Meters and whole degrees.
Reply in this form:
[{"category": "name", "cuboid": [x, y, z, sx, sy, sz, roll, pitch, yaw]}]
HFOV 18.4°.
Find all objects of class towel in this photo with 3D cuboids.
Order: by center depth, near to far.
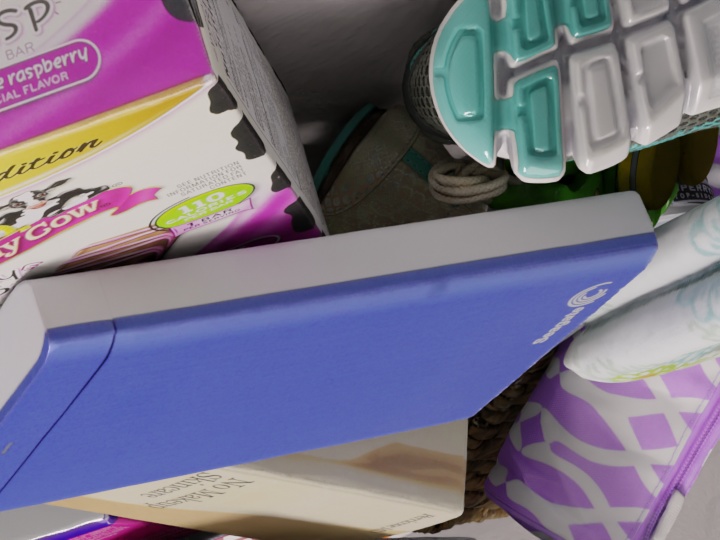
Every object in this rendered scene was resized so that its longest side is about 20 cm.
[{"category": "towel", "cuboid": [0.175, -0.017, 0.699, 0.171, 0.048, 0.200, -16, 173, -29]}]

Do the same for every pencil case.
[{"category": "pencil case", "cuboid": [0.128, 0.034, 0.900, 0.084, 0.200, 0.085, 25, -175, -37]}]

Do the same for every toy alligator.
[{"category": "toy alligator", "cuboid": [0.070, -0.026, 0.737, 0.059, 0.054, 0.200, 10, -161, 26]}]

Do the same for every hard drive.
[{"category": "hard drive", "cuboid": [-0.025, 0.027, 0.662, 0.199, 0.025, 0.132, -9, 158, -32]}]

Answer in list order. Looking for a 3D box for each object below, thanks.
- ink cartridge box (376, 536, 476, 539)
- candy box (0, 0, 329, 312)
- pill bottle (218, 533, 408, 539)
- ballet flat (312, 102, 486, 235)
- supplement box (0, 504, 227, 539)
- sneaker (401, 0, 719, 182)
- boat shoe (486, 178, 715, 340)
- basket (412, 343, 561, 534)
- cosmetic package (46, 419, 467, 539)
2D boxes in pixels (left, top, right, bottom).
[{"category": "ink cartridge box", "cuboid": [-0.051, 0.140, 0.874, 0.109, 0.051, 0.200, -9, 178, -36]}, {"category": "candy box", "cuboid": [-0.089, -0.026, 0.582, 0.136, 0.061, 0.200, -19, 166, 4]}, {"category": "pill bottle", "cuboid": [-0.075, 0.118, 1.201, 0.199, 0.110, 0.110, -20, 169, 14]}, {"category": "ballet flat", "cuboid": [0.000, 0.000, 0.812, 0.068, 0.062, 0.200, -55, 180, -17]}, {"category": "supplement box", "cuboid": [-0.126, 0.072, 0.921, 0.103, 0.102, 0.200, -18, 170, 10]}, {"category": "sneaker", "cuboid": [0.101, -0.074, 0.669, 0.199, 0.078, 0.091, -9, -177, -19]}, {"category": "boat shoe", "cuboid": [0.048, -0.003, 0.879, 0.073, 0.068, 0.199, 9, 144, -46]}, {"category": "basket", "cuboid": [0.055, 0.018, 1.029, 0.200, 0.149, 0.143, 2, 125, -58]}, {"category": "cosmetic package", "cuboid": [-0.070, 0.044, 0.774, 0.200, 0.071, 0.105, 14, 159, -30]}]
